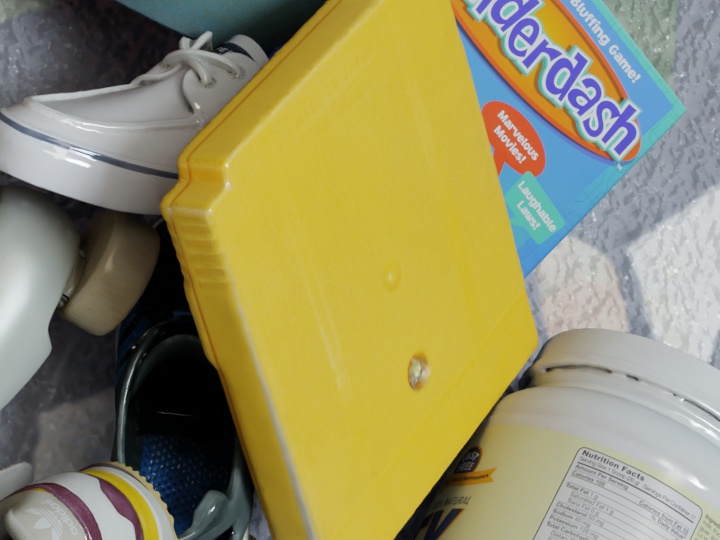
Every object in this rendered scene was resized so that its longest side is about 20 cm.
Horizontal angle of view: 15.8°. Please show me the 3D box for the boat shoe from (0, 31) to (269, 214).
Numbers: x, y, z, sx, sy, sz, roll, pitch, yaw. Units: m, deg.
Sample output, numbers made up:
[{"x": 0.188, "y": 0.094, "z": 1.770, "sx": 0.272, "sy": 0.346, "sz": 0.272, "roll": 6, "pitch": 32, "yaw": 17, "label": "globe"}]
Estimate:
[{"x": -0.059, "y": -0.062, "z": 1.027, "sx": 0.200, "sy": 0.074, "sz": 0.065, "roll": -1, "pitch": 113, "yaw": -43, "label": "boat shoe"}]

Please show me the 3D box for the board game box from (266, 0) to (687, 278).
[{"x": 0.034, "y": -0.066, "z": 1.158, "sx": 0.152, "sy": 0.045, "sz": 0.200, "roll": 50, "pitch": 61, "yaw": -10, "label": "board game box"}]

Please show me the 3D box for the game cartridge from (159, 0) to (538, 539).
[{"x": 0.000, "y": 0.000, "z": 1.013, "sx": 0.176, "sy": 0.032, "sz": 0.200, "roll": -49, "pitch": 133, "yaw": -41, "label": "game cartridge"}]

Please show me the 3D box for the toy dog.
[{"x": -0.168, "y": 0.041, "z": 1.018, "sx": 0.200, "sy": 0.096, "sz": 0.132, "roll": -44, "pitch": 104, "yaw": -13, "label": "toy dog"}]

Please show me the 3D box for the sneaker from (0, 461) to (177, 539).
[{"x": -0.151, "y": 0.150, "z": 0.938, "sx": 0.075, "sy": 0.200, "sz": 0.090, "roll": 41, "pitch": 19, "yaw": 19, "label": "sneaker"}]

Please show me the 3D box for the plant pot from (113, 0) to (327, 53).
[{"x": -0.057, "y": -0.166, "z": 1.067, "sx": 0.200, "sy": 0.200, "sz": 0.135, "roll": 24, "pitch": 96, "yaw": -21, "label": "plant pot"}]

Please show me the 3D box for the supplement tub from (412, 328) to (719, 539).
[{"x": 0.088, "y": 0.140, "z": 1.083, "sx": 0.145, "sy": 0.145, "sz": 0.200, "roll": 37, "pitch": 64, "yaw": -16, "label": "supplement tub"}]

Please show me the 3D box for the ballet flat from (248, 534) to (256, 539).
[{"x": -0.066, "y": 0.189, "z": 1.038, "sx": 0.075, "sy": 0.064, "sz": 0.200, "roll": 0, "pitch": 79, "yaw": -30, "label": "ballet flat"}]

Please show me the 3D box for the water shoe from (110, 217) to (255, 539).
[{"x": -0.062, "y": 0.041, "z": 1.029, "sx": 0.071, "sy": 0.079, "sz": 0.200, "roll": 4, "pitch": 50, "yaw": -6, "label": "water shoe"}]
